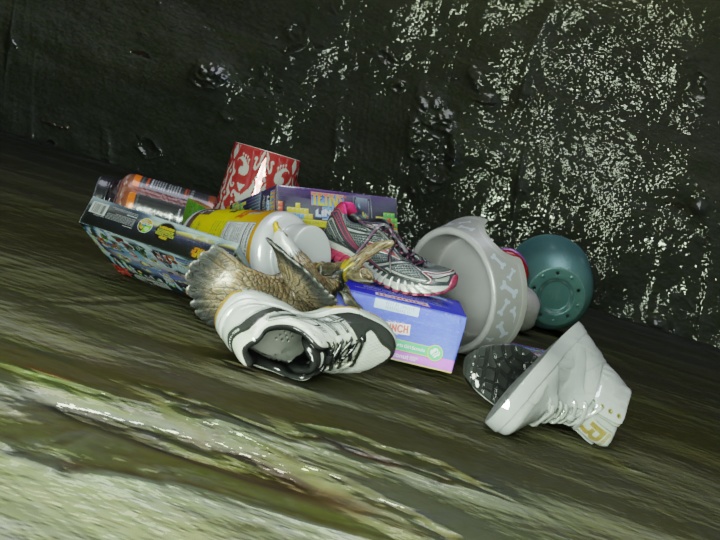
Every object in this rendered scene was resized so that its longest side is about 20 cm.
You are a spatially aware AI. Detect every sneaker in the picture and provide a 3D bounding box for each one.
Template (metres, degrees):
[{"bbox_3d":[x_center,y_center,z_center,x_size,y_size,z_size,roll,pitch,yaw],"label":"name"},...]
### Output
[{"bbox_3d":[0.036,-0.024,1.264,0.198,0.076,0.080,24,16,21],"label":"sneaker"},{"bbox_3d":[0.197,0.137,1.123,0.197,0.077,0.087,16,-14,-18],"label":"sneaker"},{"bbox_3d":[-0.045,0.079,0.959,0.197,0.077,0.088,9,23,-28],"label":"sneaker"},{"bbox_3d":[0.216,0.139,1.008,0.116,0.074,0.199,50,44,8],"label":"sneaker"}]

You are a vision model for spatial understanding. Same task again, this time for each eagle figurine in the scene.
[{"bbox_3d":[-0.075,0.015,1.069,0.150,0.153,0.199,36,25,19],"label":"eagle figurine"}]

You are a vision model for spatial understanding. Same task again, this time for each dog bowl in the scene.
[{"bbox_3d":[0.143,0.025,1.389,0.058,0.204,0.199,-7,20,-41],"label":"dog bowl"}]

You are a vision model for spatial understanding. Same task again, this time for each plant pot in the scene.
[{"bbox_3d":[0.413,0.036,2.117,0.197,0.204,0.161,16,14,2],"label":"plant pot"}]

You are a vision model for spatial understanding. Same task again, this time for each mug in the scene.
[{"bbox_3d":[-0.160,-0.086,1.536,0.132,0.203,0.177,17,6,27],"label":"mug"}]

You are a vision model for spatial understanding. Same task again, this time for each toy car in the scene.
[{"bbox_3d":[0.283,0.029,1.974,0.172,0.152,0.200,16,5,9],"label":"toy car"}]

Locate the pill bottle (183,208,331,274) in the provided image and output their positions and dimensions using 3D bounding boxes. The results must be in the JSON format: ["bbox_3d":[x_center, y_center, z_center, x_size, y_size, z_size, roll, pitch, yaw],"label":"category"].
[{"bbox_3d":[-0.136,-0.022,1.250,0.198,0.111,0.108,5,-3,38],"label":"pill bottle"}]

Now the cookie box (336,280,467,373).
[{"bbox_3d":[0.044,0.064,1.263,0.168,0.077,0.200,14,4,3],"label":"cookie box"}]

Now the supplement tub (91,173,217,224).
[{"bbox_3d":[-0.337,-0.095,1.600,0.197,0.109,0.107,16,5,-8],"label":"supplement tub"}]

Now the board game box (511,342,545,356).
[{"bbox_3d":[0.306,0.145,1.554,0.197,0.020,0.103,14,7,-29],"label":"board game box"}]

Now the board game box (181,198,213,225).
[{"bbox_3d":[-0.238,-0.047,1.457,0.030,0.097,0.200,14,6,-22],"label":"board game box"}]

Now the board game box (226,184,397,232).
[{"bbox_3d":[-0.071,-0.072,1.401,0.197,0.058,0.164,4,-11,-33],"label":"board game box"}]

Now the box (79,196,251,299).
[{"bbox_3d":[-0.220,-0.013,1.162,0.197,0.040,0.137,18,-22,17],"label":"box"}]
